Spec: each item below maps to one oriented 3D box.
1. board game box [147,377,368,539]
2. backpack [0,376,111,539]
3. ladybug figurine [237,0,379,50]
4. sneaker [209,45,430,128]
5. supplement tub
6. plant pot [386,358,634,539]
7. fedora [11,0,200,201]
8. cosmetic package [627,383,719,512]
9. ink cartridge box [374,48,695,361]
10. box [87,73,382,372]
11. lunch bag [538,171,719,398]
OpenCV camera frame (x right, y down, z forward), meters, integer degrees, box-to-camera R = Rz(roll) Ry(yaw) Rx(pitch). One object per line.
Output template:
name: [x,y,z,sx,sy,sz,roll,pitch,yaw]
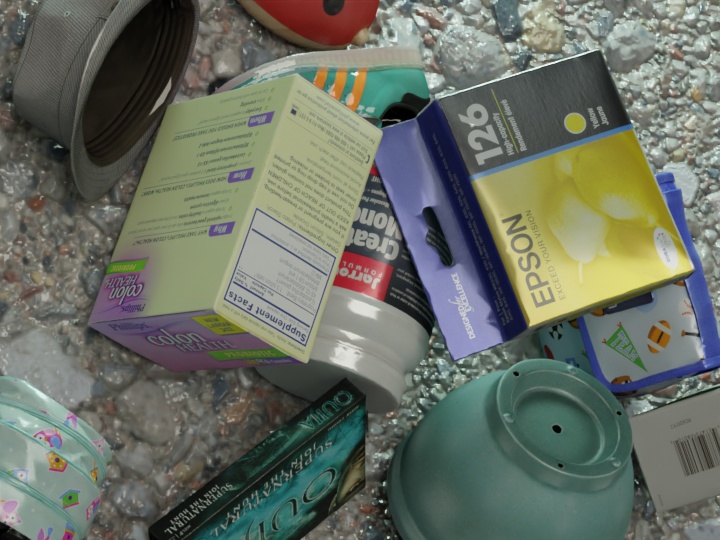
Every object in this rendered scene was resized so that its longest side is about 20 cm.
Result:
board game box: [-0.075,0.183,1.569,0.200,0.136,0.028,-37,60,-25]
backpack: [-0.263,0.156,1.456,0.166,0.200,0.127,27,69,-14]
ladybug figurine: [-0.053,-0.275,1.715,0.200,0.072,0.136,49,65,-6]
sneaker: [-0.027,-0.136,1.694,0.199,0.071,0.080,-11,78,-26]
supplement tub: [0.000,0.000,1.636,0.140,0.140,0.201,23,70,-17]
plant pot: [0.137,0.156,1.617,0.200,0.134,0.201,15,44,-15]
fedora: [-0.209,-0.164,1.594,0.090,0.177,0.200,24,69,15]
cosmetic package: [0.301,0.139,1.693,0.107,0.200,0.085,-21,85,18]
ink cartridge box: [0.131,-0.054,1.577,0.199,0.047,0.198,-19,78,-15]
box: [-0.097,-0.033,1.573,0.097,0.176,0.201,32,66,-33]
lunch bag: [0.221,0.019,1.693,0.123,0.200,0.171,-12,84,-25]
